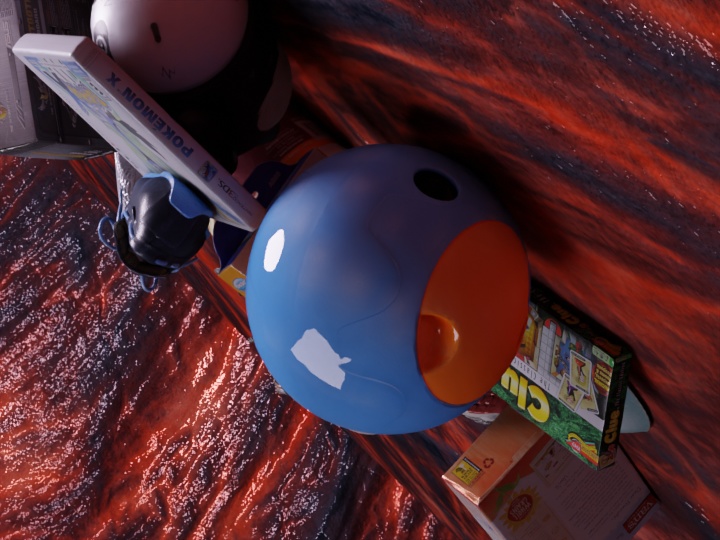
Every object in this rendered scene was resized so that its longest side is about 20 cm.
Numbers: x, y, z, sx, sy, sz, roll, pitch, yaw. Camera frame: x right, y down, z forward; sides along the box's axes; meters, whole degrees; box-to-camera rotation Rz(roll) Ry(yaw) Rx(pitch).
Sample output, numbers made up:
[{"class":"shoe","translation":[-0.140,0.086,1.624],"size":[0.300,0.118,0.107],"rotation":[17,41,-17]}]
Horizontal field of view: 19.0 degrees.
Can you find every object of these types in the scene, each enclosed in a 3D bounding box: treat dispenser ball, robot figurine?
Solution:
[{"class":"treat dispenser ball","translation":[0.019,0.013,1.498],"size":[0.201,0.201,0.201],"rotation":[42,172,8]},{"class":"robot figurine","translation":[-0.125,-0.158,1.603],"size":[0.150,0.125,0.200],"rotation":[33,168,27]}]

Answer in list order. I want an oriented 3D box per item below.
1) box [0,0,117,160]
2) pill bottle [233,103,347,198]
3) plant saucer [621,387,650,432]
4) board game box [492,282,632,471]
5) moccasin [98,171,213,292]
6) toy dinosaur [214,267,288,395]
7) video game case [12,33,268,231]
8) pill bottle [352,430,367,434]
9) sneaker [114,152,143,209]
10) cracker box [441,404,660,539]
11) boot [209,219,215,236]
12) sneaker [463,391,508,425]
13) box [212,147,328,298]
[{"class":"box","translation":[-0.266,-0.195,1.794],"size":[0.158,0.048,0.201],"rotation":[-4,-96,-68]},{"class":"pill bottle","translation":[-0.108,-0.108,1.806],"size":[0.200,0.114,0.114],"rotation":[40,171,23]},{"class":"plant saucer","translation":[0.148,0.073,1.742],"size":[0.201,0.039,0.201],"rotation":[43,171,9]},{"class":"board game box","translation":[0.128,0.060,1.657],"size":[0.200,0.023,0.105],"rotation":[36,137,41]},{"class":"moccasin","translation":[-0.159,-0.031,1.606],"size":[0.080,0.068,0.200],"rotation":[41,172,1]},{"class":"toy dinosaur","translation":[-0.051,0.038,1.887],"size":[0.200,0.102,0.136],"rotation":[-43,59,49]},{"class":"video game case","translation":[-0.165,-0.103,1.574],"size":[0.182,0.022,0.200],"rotation":[44,170,-20]},{"class":"pill bottle","translation":[0.038,0.071,1.891],"size":[0.104,0.104,0.200],"rotation":[44,151,-2]},{"class":"sneaker","translation":[-0.164,-0.129,1.935],"size":[0.075,0.114,0.201],"rotation":[93,171,-51]},{"class":"cracker box","translation":[0.172,0.196,1.910],"size":[0.058,0.134,0.200],"rotation":[35,168,45]},{"class":"boot","translation":[-0.167,-0.106,2.096],"size":[0.154,0.072,0.200],"rotation":[37,164,39]},{"class":"sneaker","translation":[0.113,0.101,1.978],"size":[0.082,0.078,0.200],"rotation":[37,180,-14]},{"class":"box","translation":[-0.012,0.002,1.619],"size":[0.200,0.119,0.041],"rotation":[39,157,-11]}]
